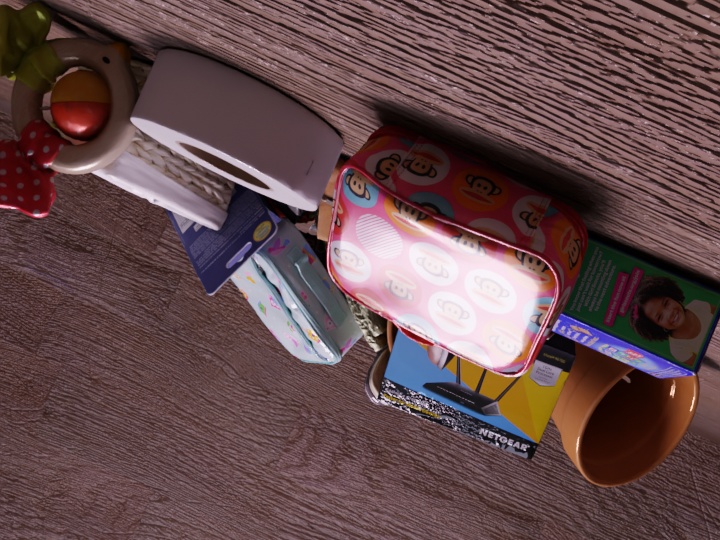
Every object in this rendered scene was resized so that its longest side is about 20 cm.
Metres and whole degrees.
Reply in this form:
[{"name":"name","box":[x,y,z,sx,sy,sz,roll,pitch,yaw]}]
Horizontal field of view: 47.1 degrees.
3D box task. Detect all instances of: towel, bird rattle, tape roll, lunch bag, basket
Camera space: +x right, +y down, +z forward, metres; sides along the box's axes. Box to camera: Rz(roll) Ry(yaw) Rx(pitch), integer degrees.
[{"name":"towel","box":[0.000,0.000,1.081,0.204,0.036,0.148,67,-164,2]},{"name":"bird rattle","box":[-0.296,-0.155,0.803,0.159,0.206,0.113,-2,169,7]},{"name":"tape roll","box":[-0.116,-0.130,0.794,0.199,0.072,0.202,25,176,2]},{"name":"lunch bag","box":[0.068,-0.003,0.659,0.197,0.082,0.178,28,140,15]},{"name":"basket","box":[-0.234,-0.147,0.937,0.133,0.126,0.199,22,177,29]},{"name":"lunch bag","box":[-0.090,0.028,1.070,0.202,0.077,0.159,54,158,-18]}]

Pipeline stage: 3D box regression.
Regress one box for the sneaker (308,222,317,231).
[{"name":"sneaker","box":[0.022,-0.022,1.241,0.198,0.061,0.104,33,139,-24]}]

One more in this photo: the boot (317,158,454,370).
[{"name":"boot","box":[0.030,-0.007,0.874,0.197,0.068,0.192,21,131,27]}]

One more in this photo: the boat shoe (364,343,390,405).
[{"name":"boat shoe","box":[0.050,0.129,1.107,0.073,0.064,0.200,53,-148,-5]}]

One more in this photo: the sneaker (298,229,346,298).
[{"name":"sneaker","box":[-0.063,-0.018,1.176,0.199,0.098,0.071,35,146,12]}]

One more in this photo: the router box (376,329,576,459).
[{"name":"router box","box":[0.132,0.115,0.959,0.196,0.152,0.051,19,-153,6]}]

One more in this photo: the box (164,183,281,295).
[{"name":"box","box":[-0.173,-0.069,1.021,0.032,0.121,0.201,36,-164,-51]}]

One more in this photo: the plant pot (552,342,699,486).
[{"name":"plant pot","box":[0.334,0.166,1.122,0.198,0.202,0.140,26,-168,-35]}]

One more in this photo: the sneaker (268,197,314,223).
[{"name":"sneaker","box":[-0.094,-0.103,1.154,0.083,0.079,0.200,18,-174,12]}]

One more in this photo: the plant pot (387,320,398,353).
[{"name":"plant pot","box":[0.138,0.063,1.062,0.196,0.204,0.140,24,-167,4]}]

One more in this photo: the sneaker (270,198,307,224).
[{"name":"sneaker","box":[-0.088,-0.113,0.987,0.090,0.077,0.200,36,173,-2]}]

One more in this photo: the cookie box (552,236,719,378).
[{"name":"cookie box","box":[0.210,0.024,0.762,0.196,0.077,0.171,24,176,13]}]
